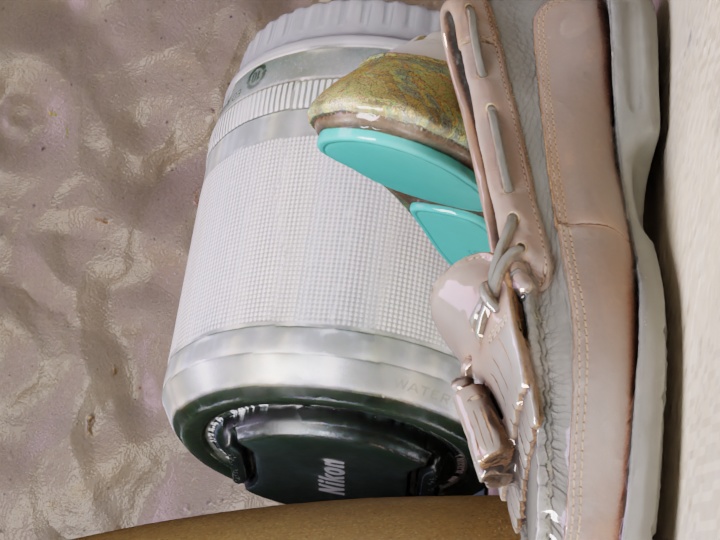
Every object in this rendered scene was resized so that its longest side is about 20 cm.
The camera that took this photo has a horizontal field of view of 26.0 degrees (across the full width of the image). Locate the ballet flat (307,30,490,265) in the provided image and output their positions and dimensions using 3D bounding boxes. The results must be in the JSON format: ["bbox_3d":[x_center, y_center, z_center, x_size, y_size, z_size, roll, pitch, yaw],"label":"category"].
[{"bbox_3d":[0.034,-0.046,0.547,0.200,0.070,0.071,37,-122,-67],"label":"ballet flat"}]

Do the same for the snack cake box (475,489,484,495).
[{"bbox_3d":[0.033,0.127,0.902,0.201,0.067,0.116,-82,-2,-53],"label":"snack cake box"}]

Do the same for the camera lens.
[{"bbox_3d":[0.000,0.000,0.716,0.160,0.158,0.202,96,-178,-64],"label":"camera lens"}]

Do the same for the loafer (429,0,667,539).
[{"bbox_3d":[0.044,0.002,0.410,0.072,0.062,0.201,98,180,-52],"label":"loafer"}]

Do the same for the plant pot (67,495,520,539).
[{"bbox_3d":[-0.041,0.164,0.590,0.186,0.198,0.188,8,-90,-89],"label":"plant pot"}]
